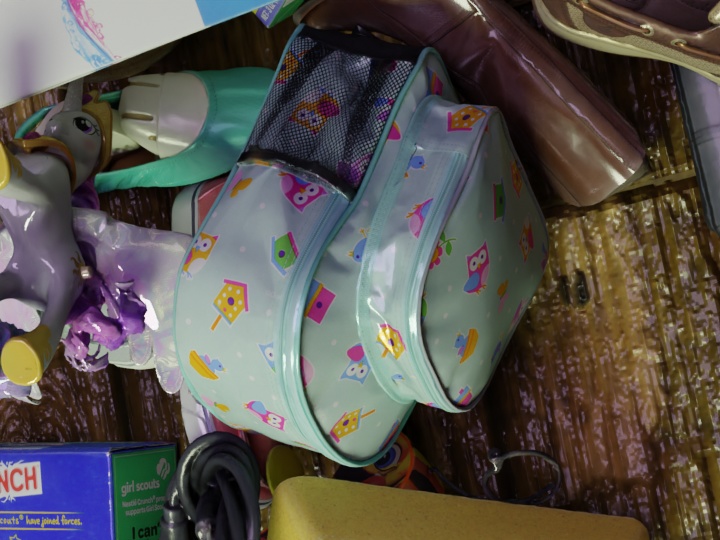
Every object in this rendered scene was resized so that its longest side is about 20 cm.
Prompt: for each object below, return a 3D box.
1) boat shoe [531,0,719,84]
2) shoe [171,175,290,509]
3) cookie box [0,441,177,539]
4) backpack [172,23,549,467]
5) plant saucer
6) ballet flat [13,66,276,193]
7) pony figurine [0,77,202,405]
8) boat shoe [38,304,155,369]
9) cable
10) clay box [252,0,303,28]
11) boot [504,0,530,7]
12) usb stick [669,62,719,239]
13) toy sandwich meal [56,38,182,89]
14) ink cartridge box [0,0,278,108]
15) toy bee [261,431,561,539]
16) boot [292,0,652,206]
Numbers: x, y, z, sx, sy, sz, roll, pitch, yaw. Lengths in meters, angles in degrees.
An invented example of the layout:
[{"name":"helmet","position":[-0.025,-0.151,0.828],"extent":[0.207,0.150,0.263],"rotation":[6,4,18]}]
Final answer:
[{"name":"boat shoe","position":[0.186,-0.133,0.859],"extent":[0.200,0.072,0.072],"rotation":[13,84,2]},{"name":"shoe","position":[-0.052,0.036,1.012],"extent":[0.091,0.071,0.200],"rotation":[-13,79,32]},{"name":"cookie box","position":[-0.200,0.208,1.084],"extent":[0.171,0.075,0.200],"rotation":[-3,89,27]},{"name":"backpack","position":[0.000,0.000,0.896],"extent":[0.153,0.176,0.200],"rotation":[23,68,30]},{"name":"plant saucer","position":[0.040,0.218,0.907],"extent":[0.200,0.048,0.200],"rotation":[8,107,-2]},{"name":"ballet flat","position":[-0.134,-0.083,1.038],"extent":[0.200,0.070,0.067],"rotation":[-12,69,36]},{"name":"pony figurine","position":[-0.163,-0.005,0.921],"extent":[0.166,0.200,0.193],"rotation":[-4,104,13]},{"name":"boat shoe","position":[-0.185,0.015,1.051],"extent":[0.201,0.071,0.070],"rotation":[16,100,46]},{"name":"cable","position":[-0.103,0.178,0.945],"extent":[0.200,0.051,0.163],"rotation":[127,153,-58]},{"name":"clay box","position":[-0.085,-0.251,0.997],"extent":[0.200,0.048,0.115],"rotation":[47,141,6]},{"name":"boot","position":[0.039,-0.237,0.973],"extent":[0.175,0.066,0.200],"rotation":[-24,80,25]},{"name":"usb stick","position":[0.190,-0.115,0.911],"extent":[0.055,0.033,0.200],"rotation":[-14,83,20]},{"name":"toy sandwich meal","position":[-0.188,-0.200,1.045],"extent":[0.070,0.205,0.206],"rotation":[-29,74,56]},{"name":"ink cartridge box","position":[-0.153,-0.155,0.905],"extent":[0.200,0.145,0.085],"rotation":[-23,111,-5]},{"name":"toy bee","position":[0.008,0.138,0.972],"extent":[0.200,0.109,0.131],"rotation":[-15,125,-3]},{"name":"boot","position":[0.062,-0.103,0.955],"extent":[0.200,0.186,0.064],"rotation":[41,81,-8]}]
